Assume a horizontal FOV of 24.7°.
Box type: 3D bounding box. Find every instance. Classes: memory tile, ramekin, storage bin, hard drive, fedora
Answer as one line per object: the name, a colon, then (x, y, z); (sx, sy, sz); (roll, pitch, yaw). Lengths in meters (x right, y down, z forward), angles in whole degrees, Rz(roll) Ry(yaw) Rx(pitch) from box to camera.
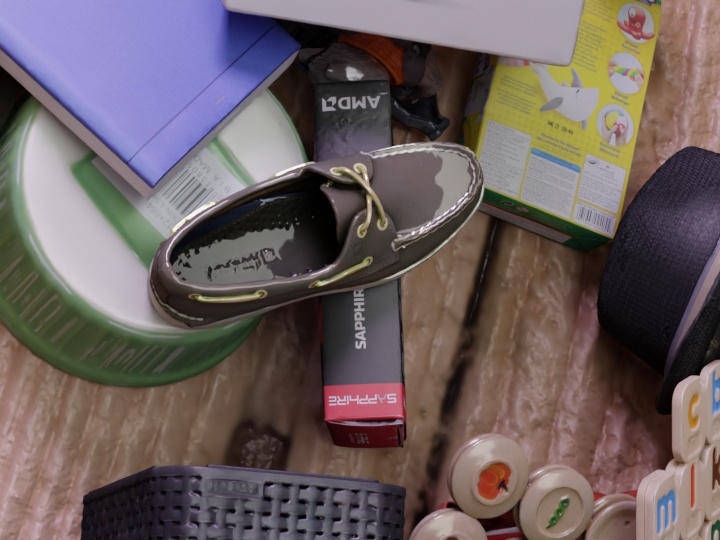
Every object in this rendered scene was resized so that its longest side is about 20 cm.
memory tile: (0.080, 0.206, 0.981); (0.152, 0.017, 0.201); (27, 94, -25)
ramekin: (-0.123, -0.038, 0.960); (0.198, 0.098, 0.203); (5, 76, -21)
storage bin: (-0.070, 0.163, 0.879); (0.134, 0.200, 0.095); (8, 74, -20)
hard drive: (-0.147, -0.150, 0.914); (0.200, 0.025, 0.132); (42, 59, 2)
fedora: (0.216, -0.010, 1.083); (0.091, 0.201, 0.201); (27, 65, 18)

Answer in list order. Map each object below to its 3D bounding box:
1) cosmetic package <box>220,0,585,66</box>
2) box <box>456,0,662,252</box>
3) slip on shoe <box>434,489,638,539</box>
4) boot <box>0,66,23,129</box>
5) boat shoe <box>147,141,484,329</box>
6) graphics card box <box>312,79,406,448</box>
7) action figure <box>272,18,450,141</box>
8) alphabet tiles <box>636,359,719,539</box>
cosmetic package: (0.036, -0.240, 0.904); (0.197, 0.123, 0.202); (9, 116, -6)
box: (0.135, -0.127, 1.120); (0.116, 0.048, 0.202); (21, 73, -17)
slip on shoe: (0.128, 0.163, 1.029); (0.198, 0.074, 0.062); (-4, 124, -21)
boot: (-0.233, -0.104, 0.947); (0.074, 0.075, 0.200); (44, 72, -12)
boat shoe: (-0.019, -0.024, 0.892); (0.200, 0.060, 0.073); (-21, 80, -12)
graphics card box: (0.000, 0.000, 0.987); (0.050, 0.126, 0.203); (-2, 79, 2)
action figure: (0.001, -0.188, 1.050); (0.199, 0.104, 0.195); (29, 60, -15)
alphabet tiles: (0.220, 0.155, 1.041); (0.199, 0.014, 0.198); (-19, 110, -54)
